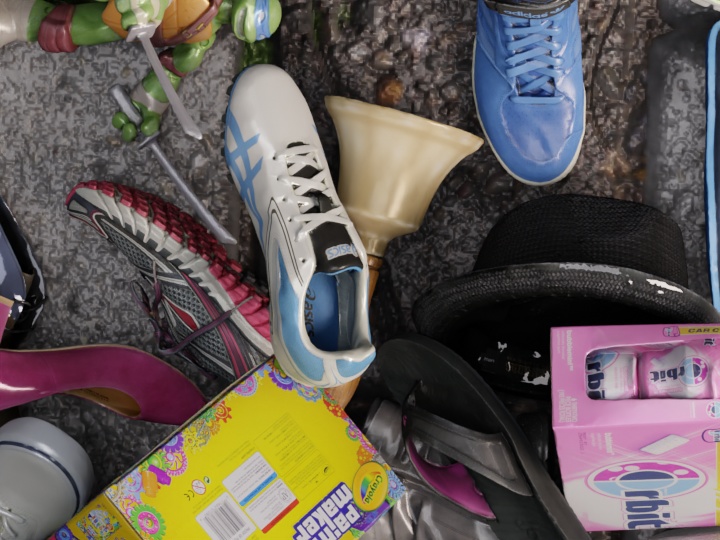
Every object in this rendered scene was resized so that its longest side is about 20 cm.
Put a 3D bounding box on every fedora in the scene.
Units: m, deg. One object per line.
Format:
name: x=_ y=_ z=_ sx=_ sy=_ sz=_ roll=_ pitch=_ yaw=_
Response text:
fedora: x=0.133 y=0.009 z=1.528 sx=0.200 sy=0.201 sz=0.092 roll=6 pitch=63 yaw=6

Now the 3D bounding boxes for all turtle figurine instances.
turtle figurine: x=-0.158 y=-0.136 z=1.546 sx=0.193 sy=0.144 sz=0.201 roll=12 pitch=90 yaw=11

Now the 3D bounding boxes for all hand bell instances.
hand bell: x=0.000 y=0.000 z=1.547 sx=0.104 sy=0.104 sz=0.201 roll=16 pitch=90 yaw=5

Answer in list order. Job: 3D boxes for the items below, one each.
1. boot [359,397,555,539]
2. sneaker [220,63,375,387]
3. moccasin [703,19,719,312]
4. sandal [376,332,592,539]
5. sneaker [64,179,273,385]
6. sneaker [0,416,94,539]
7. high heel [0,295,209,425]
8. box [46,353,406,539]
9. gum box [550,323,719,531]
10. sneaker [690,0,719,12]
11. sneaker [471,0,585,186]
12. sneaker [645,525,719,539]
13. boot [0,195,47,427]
boot: x=0.057 y=0.184 z=1.588 sx=0.131 sy=0.070 sz=0.201 roll=1 pitch=83 yaw=9
sneaker: x=-0.031 y=-0.030 z=1.484 sx=0.072 sy=0.072 sz=0.201 roll=-15 pitch=88 yaw=49
moccasin: x=0.248 y=-0.057 z=1.536 sx=0.068 sy=0.080 sz=0.201 roll=0 pitch=95 yaw=6
sandal: x=0.072 y=0.123 z=1.514 sx=0.048 sy=0.075 sz=0.201 roll=-31 pitch=78 yaw=-36
sneaker: x=-0.113 y=0.016 z=1.583 sx=0.200 sy=0.081 sz=0.075 roll=42 pitch=99 yaw=2
sneaker: x=-0.223 y=0.158 z=1.540 sx=0.073 sy=0.200 sz=0.071 roll=33 pitch=55 yaw=-4
high heel: x=-0.188 y=0.086 z=1.562 sx=0.200 sy=0.067 sz=0.096 roll=27 pitch=64 yaw=-30
box: x=-0.112 y=0.176 z=1.499 sx=0.122 sy=0.200 sz=0.193 roll=51 pitch=130 yaw=1
gum box: x=0.177 y=0.095 z=1.491 sx=0.113 sy=0.200 sz=0.066 roll=-3 pitch=65 yaw=7
sneaker: x=0.202 y=-0.227 z=1.518 sx=0.200 sy=0.090 sz=0.078 roll=32 pitch=79 yaw=2
sneaker: x=0.103 y=-0.151 z=1.531 sx=0.076 sy=0.111 sz=0.201 roll=0 pitch=94 yaw=6
sneaker: x=0.286 y=0.213 z=1.559 sx=0.199 sy=0.074 sz=0.116 roll=-8 pitch=96 yaw=15
boot: x=-0.238 y=0.044 z=1.601 sx=0.097 sy=0.075 sz=0.200 roll=-31 pitch=88 yaw=10
